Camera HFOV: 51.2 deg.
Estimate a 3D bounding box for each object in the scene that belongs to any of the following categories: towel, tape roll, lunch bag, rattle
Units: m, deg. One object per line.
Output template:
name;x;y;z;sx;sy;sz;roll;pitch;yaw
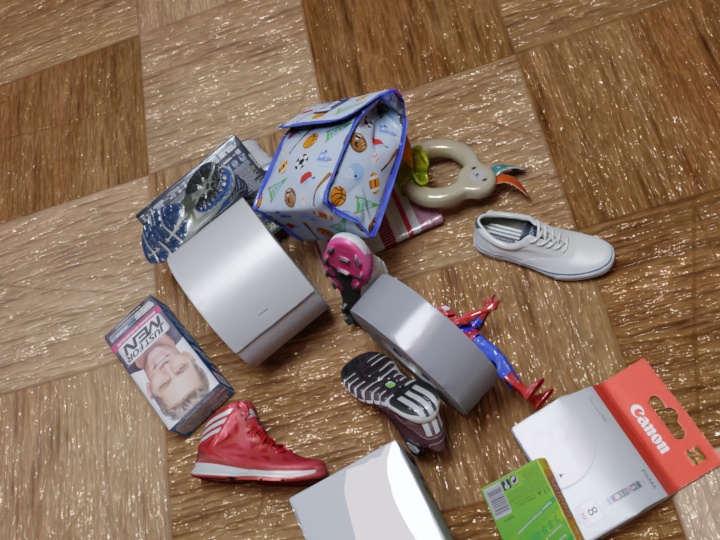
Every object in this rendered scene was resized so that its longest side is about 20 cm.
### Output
towel;0.014;-0.092;1.171;0.199;0.023;0.145;-25;63;6
tape roll;0.080;0.095;0.968;0.200;0.200;0.066;39;83;27
lunch bag;-0.036;-0.153;1.025;0.170;0.124;0.201;3;65;48
tape roll;-0.159;0.017;1.073;0.139;0.203;0.203;-38;62;-2
rattle;0.147;-0.169;1.088;0.199;0.143;0.130;10;41;21

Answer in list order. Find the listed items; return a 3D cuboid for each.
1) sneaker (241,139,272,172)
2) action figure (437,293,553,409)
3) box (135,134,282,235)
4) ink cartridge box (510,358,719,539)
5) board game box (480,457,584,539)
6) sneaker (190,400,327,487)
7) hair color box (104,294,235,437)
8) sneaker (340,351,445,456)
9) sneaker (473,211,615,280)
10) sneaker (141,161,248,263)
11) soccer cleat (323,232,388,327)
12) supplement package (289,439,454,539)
sneaker;-0.212;-0.122;1.225;0.087;0.075;0.200;36;82;21
action figure;0.184;0.085;1.005;0.099;0.065;0.200;-50;51;-4
box;-0.222;-0.087;1.176;0.200;0.049;0.161;-40;96;-1
ink cartridge box;0.314;0.217;0.931;0.200;0.057;0.163;-34;62;5
board game box;0.223;0.335;0.891;0.095;0.030;0.201;-40;56;33
sneaker;-0.138;0.236;1.041;0.199;0.078;0.116;-1;68;15
hair color box;-0.291;0.142;1.137;0.100;0.061;0.200;-43;63;-5
sneaker;0.047;0.190;1.011;0.075;0.116;0.200;-31;26;-18
sneaker;0.251;-0.036;1.047;0.199;0.071;0.073;9;70;20
sneaker;-0.241;-0.073;1.113;0.200;0.085;0.077;-38;67;22
soccer cleat;0.000;0.000;1.038;0.070;0.200;0.087;19;58;22
supplement package;0.032;0.341;0.925;0.155;0.111;0.201;-29;63;3
